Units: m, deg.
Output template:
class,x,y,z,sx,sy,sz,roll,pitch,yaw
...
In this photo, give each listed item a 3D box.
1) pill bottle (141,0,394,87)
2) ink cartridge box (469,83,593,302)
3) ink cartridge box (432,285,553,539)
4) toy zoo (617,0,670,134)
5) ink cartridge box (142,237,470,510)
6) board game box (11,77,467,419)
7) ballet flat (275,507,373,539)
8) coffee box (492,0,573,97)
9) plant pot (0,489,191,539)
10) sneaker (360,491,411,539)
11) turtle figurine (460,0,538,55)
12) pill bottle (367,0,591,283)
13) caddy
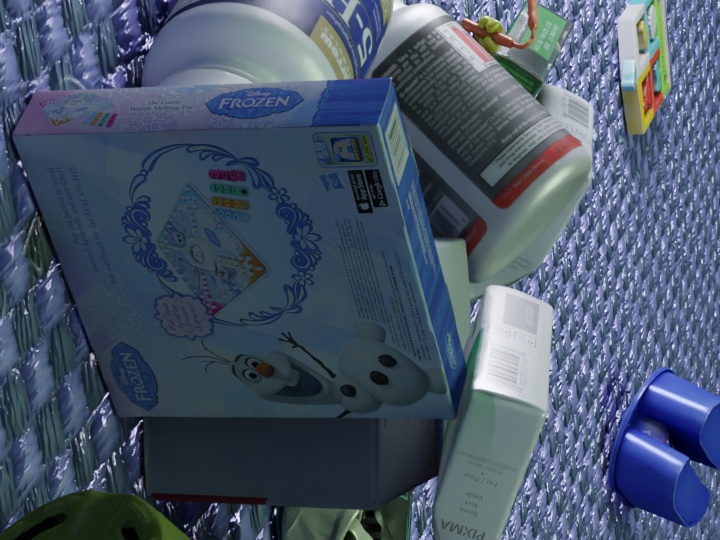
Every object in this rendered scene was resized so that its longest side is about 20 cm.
class,x,y,z,sx,sy,sz,roll,pitch,yaw
pill bottle,-0.059,-0.117,1.389,0.201,0.119,0.120,-68,151,-50
ink cartridge box,0.103,-0.023,1.753,0.163,0.057,0.201,-77,-168,-67
ink cartridge box,0.057,0.128,1.372,0.161,0.050,0.201,-75,-174,-69
toy zoo,0.313,-0.234,2.672,0.200,0.020,0.132,-52,138,-61
ink cartridge box,-0.027,0.056,1.440,0.200,0.144,0.146,-9,98,-72
board game box,-0.059,-0.007,1.262,0.044,0.197,0.201,-72,154,-46
ballet flat,-0.009,0.233,1.613,0.070,0.069,0.201,-60,145,-56
coffee box,0.083,-0.093,1.773,0.201,0.044,0.123,-59,180,29
plant pot,-0.104,0.212,1.179,0.190,0.199,0.201,58,35,-38
sneaker,-0.001,0.145,1.657,0.079,0.075,0.202,-74,166,-64
turtle figurine,0.052,-0.108,1.654,0.064,0.160,0.202,86,11,-82
pill bottle,0.044,-0.099,1.560,0.116,0.200,0.116,-43,170,-9
caddy,0.324,0.187,2.570,0.142,0.104,0.200,-62,155,-11
